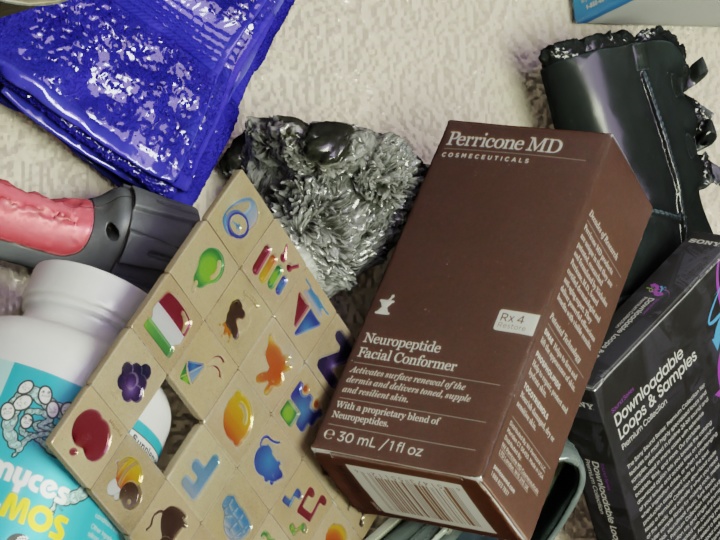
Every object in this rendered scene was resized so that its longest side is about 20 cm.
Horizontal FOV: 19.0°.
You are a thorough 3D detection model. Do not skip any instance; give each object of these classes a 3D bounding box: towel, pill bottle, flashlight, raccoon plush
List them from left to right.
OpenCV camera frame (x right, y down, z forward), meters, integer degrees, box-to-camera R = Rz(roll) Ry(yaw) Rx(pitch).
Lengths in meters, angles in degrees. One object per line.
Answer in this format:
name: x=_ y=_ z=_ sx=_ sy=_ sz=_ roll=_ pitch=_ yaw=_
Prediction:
flashlight: x=-0.175 y=-0.037 z=1.038 sx=0.199 sy=0.068 sz=0.068 roll=15 pitch=83 yaw=-24
pill bottle: x=-0.157 y=0.099 z=0.997 sx=0.110 sy=0.111 sz=0.201 roll=29 pitch=67 yaw=-22
towel: x=-0.105 y=-0.146 z=1.112 sx=0.147 sy=0.049 sz=0.201 roll=34 pitch=65 yaw=-21
raccoon plush: x=0.000 y=0.000 z=1.123 sx=0.199 sy=0.097 sz=0.135 roll=11 pitch=82 yaw=-28

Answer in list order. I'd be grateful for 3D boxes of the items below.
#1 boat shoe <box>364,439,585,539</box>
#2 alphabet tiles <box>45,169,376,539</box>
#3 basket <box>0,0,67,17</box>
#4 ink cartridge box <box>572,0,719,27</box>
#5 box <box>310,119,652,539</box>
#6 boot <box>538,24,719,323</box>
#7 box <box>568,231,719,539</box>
boat shoe: x=0.042 y=0.159 z=1.095 sx=0.073 sy=0.062 sz=0.200 roll=40 pitch=85 yaw=-31
alphabet tiles: x=-0.053 y=0.081 z=1.028 sx=0.168 sy=0.008 sz=0.200 roll=-57 pitch=133 yaw=-30
basket: x=-0.194 y=-0.179 z=0.979 sx=0.135 sy=0.200 sz=0.182 roll=-5 pitch=82 yaw=-30
ink cartridge box: x=0.207 y=-0.259 z=1.257 sx=0.144 sy=0.147 sz=0.201 roll=-3 pitch=81 yaw=-30
box: x=0.064 y=0.027 z=1.077 sx=0.075 sy=0.100 sz=0.201 roll=55 pitch=50 yaw=-47
boot: x=0.132 y=-0.050 z=1.206 sx=0.198 sy=0.073 sz=0.164 roll=-11 pitch=90 yaw=-44
box: x=0.177 y=0.100 z=1.180 sx=0.143 sy=0.036 sz=0.201 roll=-41 pitch=128 yaw=-35
